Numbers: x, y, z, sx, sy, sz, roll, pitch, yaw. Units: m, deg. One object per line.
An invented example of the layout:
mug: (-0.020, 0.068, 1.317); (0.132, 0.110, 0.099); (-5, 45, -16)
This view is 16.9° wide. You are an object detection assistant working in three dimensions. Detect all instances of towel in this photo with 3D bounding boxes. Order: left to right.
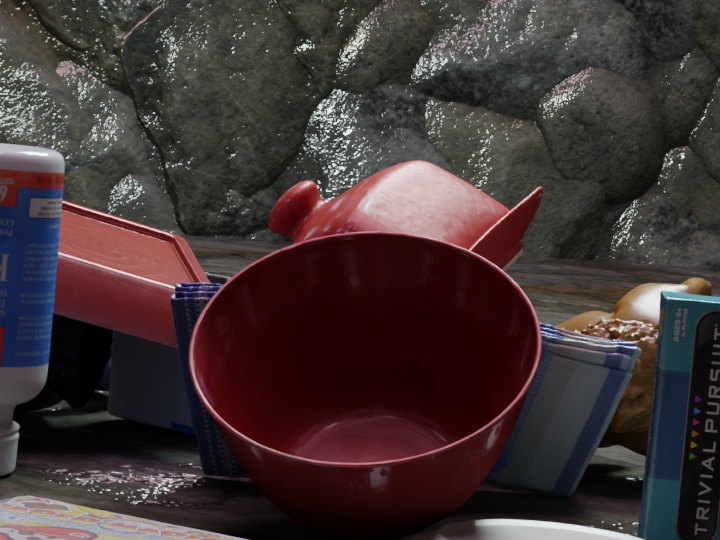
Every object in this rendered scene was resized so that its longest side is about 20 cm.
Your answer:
towel: (-0.011, 0.066, 1.498); (0.199, 0.145, 0.024); (-2, 31, 11)
towel: (0.065, 0.077, 1.543); (0.199, 0.147, 0.024); (12, 44, -6)

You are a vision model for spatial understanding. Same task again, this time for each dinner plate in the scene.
dinner plate: (0.104, 0.158, 1.304); (0.199, 0.024, 0.200); (5, 6, -1)

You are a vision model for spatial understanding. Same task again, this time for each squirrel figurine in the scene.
squirrel figurine: (0.141, 0.077, 1.690); (0.186, 0.142, 0.200); (0, 0, 17)

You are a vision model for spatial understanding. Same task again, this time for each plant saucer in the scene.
plant saucer: (-0.186, -0.008, 1.661); (0.199, 0.037, 0.200); (17, 11, -19)

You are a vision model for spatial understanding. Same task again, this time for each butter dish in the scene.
butter dish: (0.000, 0.000, 1.645); (0.148, 0.200, 0.200); (43, 37, 5)

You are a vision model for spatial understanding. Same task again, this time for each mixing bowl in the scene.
mixing bowl: (0.006, 0.081, 1.384); (0.199, 0.109, 0.201); (-3, 39, 2)

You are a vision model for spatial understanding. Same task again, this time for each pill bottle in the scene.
pill bottle: (-0.244, 0.022, 1.488); (0.112, 0.201, 0.112); (4, 4, 0)

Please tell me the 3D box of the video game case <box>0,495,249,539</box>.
video game case: (-0.138, 0.145, 1.190); (0.199, 0.023, 0.182); (7, 5, 28)

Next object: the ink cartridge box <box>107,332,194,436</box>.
ink cartridge box: (-0.065, 0.073, 1.784); (0.145, 0.085, 0.200); (9, 6, 39)

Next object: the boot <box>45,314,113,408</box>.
boot: (-0.260, 0.039, 1.602); (0.157, 0.080, 0.211); (22, 11, 11)

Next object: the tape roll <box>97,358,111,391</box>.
tape roll: (-0.258, 0.023, 1.840); (0.199, 0.066, 0.200); (21, -14, 5)

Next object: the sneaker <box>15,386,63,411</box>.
sneaker: (-0.295, 0.074, 1.757); (0.199, 0.071, 0.075); (9, 28, 45)

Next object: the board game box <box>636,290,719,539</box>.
board game box: (0.272, 0.098, 1.437); (0.199, 0.152, 0.047); (5, 5, 3)

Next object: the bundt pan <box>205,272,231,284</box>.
bundt pan: (-0.209, 0.038, 2.118); (0.201, 0.076, 0.202); (6, 5, 0)
